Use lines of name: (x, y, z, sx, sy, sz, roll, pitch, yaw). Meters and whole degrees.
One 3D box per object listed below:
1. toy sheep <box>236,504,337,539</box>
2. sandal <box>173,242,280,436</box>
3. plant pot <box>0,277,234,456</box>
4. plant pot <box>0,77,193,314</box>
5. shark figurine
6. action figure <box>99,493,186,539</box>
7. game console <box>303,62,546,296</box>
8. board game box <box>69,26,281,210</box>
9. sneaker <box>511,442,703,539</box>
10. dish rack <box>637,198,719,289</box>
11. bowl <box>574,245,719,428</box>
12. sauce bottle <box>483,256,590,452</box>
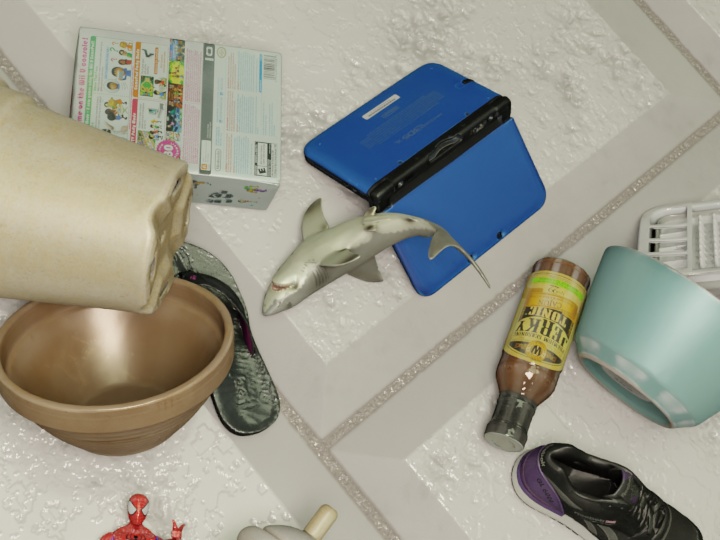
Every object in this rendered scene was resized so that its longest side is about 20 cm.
toy sheep: (-0.079, 0.281, 0.969, 0.138, 0.138, 0.200, 38, 67, 0)
sandal: (-0.129, 0.055, 1.087, 0.075, 0.048, 0.200, -25, 79, -24)
plant pot: (-0.205, 0.091, 1.003, 0.201, 0.093, 0.201, -1, 33, 0)
plant pot: (-0.246, -0.046, 0.987, 0.183, 0.200, 0.201, 14, 65, 2)
shark figurine: (0.018, -0.014, 1.130, 0.214, 0.090, 0.128, -14, 44, 22)
action figure: (-0.187, 0.277, 0.958, 0.065, 0.099, 0.200, 7, 65, -15)
game console: (0.070, -0.100, 1.226, 0.200, 0.118, 0.171, -37, 52, -26)
board game box: (-0.180, -0.147, 1.144, 0.200, 0.064, 0.148, 6, 67, -16)
sneaker: (0.245, 0.226, 1.111, 0.200, 0.088, 0.076, 25, 64, -6)
dish rack: (0.389, -0.025, 1.204, 0.200, 0.044, 0.172, -7, 24, 19)
bowl: (0.289, 0.079, 1.143, 0.201, 0.201, 0.105, 39, 84, 1)
sauce bottle: (0.173, 0.083, 1.159, 0.065, 0.065, 0.200, 25, 64, -6)
